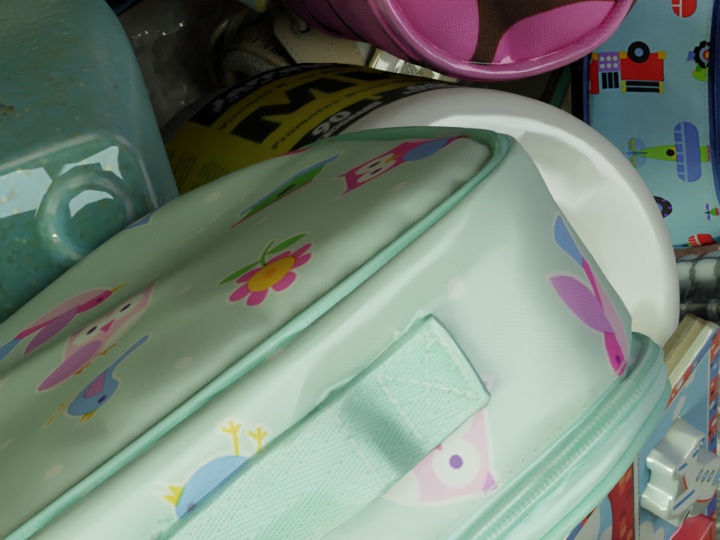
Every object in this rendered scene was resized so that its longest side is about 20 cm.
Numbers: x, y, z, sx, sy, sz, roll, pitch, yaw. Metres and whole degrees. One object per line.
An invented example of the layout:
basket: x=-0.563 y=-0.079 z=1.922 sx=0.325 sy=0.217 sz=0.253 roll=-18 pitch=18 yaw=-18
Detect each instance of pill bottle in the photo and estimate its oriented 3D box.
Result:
pill bottle: x=0.000 y=0.000 z=0.839 sx=0.114 sy=0.200 sz=0.115 roll=-2 pitch=97 yaw=-18

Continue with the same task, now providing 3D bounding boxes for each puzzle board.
puzzle board: x=0.056 y=0.118 z=0.801 sx=0.151 sy=0.017 sz=0.200 roll=-53 pitch=158 yaw=-22

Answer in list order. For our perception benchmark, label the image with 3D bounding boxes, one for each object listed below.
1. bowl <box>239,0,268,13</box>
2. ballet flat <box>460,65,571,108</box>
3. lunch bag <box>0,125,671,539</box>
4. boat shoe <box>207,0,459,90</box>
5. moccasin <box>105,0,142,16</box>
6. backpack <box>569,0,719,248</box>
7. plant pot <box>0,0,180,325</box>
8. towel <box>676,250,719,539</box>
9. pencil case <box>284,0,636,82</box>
bowl: x=-0.071 y=-0.170 z=0.814 sx=0.094 sy=0.201 sz=0.202 roll=-1 pitch=84 yaw=0
ballet flat: x=0.059 y=-0.092 z=1.050 sx=0.063 sy=0.067 sz=0.201 roll=29 pitch=77 yaw=3
lunch bag: x=-0.044 y=0.054 z=0.578 sx=0.200 sy=0.160 sz=0.077 roll=-39 pitch=105 yaw=-17
boat shoe: x=-0.013 y=-0.065 z=0.974 sx=0.065 sy=0.072 sz=0.201 roll=23 pitch=76 yaw=-38
moccasin: x=-0.073 y=-0.107 z=0.924 sx=0.200 sy=0.068 sz=0.081 roll=-50 pitch=117 yaw=-34
backpack: x=0.152 y=-0.094 z=0.978 sx=0.200 sy=0.134 sz=0.183 roll=-40 pitch=137 yaw=-49
plant pot: x=-0.118 y=0.036 z=0.741 sx=0.195 sy=0.200 sz=0.197 roll=-21 pitch=100 yaw=-21
towel: x=0.099 y=0.098 z=0.993 sx=0.085 sy=0.165 sz=0.201 roll=-22 pitch=100 yaw=-38
pencil case: x=0.028 y=-0.099 z=0.845 sx=0.093 sy=0.200 sz=0.091 roll=12 pitch=98 yaw=-9
